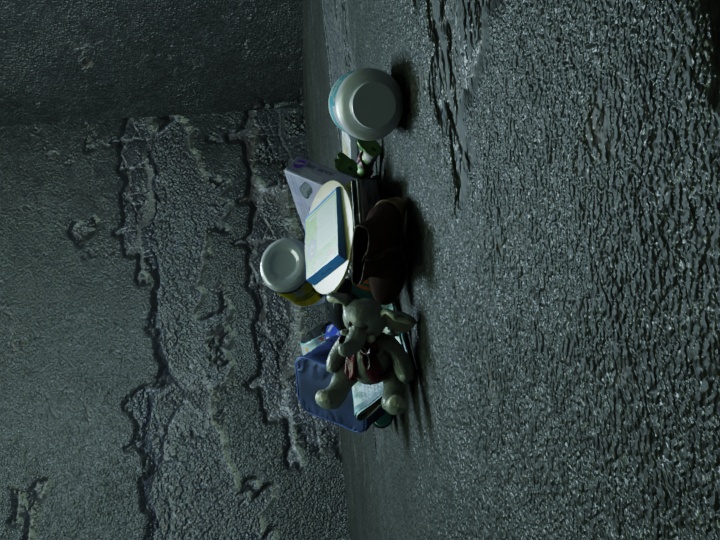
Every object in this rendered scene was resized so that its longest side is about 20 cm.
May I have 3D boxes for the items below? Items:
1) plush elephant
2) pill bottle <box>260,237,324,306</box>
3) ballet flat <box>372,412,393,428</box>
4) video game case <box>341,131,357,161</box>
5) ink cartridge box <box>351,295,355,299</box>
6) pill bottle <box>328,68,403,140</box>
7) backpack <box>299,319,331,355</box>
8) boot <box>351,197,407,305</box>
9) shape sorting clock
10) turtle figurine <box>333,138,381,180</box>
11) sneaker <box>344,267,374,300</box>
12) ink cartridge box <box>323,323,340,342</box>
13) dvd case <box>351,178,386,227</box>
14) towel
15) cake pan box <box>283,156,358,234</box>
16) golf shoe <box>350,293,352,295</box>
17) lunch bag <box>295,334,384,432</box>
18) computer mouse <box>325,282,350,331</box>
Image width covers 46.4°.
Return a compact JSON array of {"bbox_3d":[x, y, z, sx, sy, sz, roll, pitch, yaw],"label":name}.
[{"bbox_3d":[0.009,0.118,1.373,0.202,0.163,0.156,-64,-35,-31],"label":"plush elephant"},{"bbox_3d":[-0.125,0.012,1.752,0.200,0.110,0.114,42,-140,-68],"label":"pill bottle"},{"bbox_3d":[0.029,0.226,1.747,0.073,0.072,0.203,125,137,-81],"label":"ballet flat"},{"bbox_3d":[-0.025,-0.253,2.112,0.182,0.022,0.203,-109,15,-68],"label":"video game case"},{"bbox_3d":[-0.028,0.043,1.790,0.201,0.043,0.201,-74,-32,-64],"label":"ink cartridge box"},{"bbox_3d":[0.009,-0.268,1.354,0.200,0.109,0.113,-123,29,-76],"label":"pill bottle"},{"bbox_3d":[-0.047,0.183,1.957,0.200,0.174,0.155,111,137,-78],"label":"backpack"},{"bbox_3d":[0.019,-0.010,1.336,0.166,0.071,0.203,-43,-36,-56],"label":"boot"},{"bbox_3d":[-0.054,-0.059,1.501,0.199,0.039,0.203,-29,57,58],"label":"shape sorting clock"},{"bbox_3d":[-0.035,-0.209,1.679,0.194,0.142,0.203,116,146,-69],"label":"turtle figurine"},{"bbox_3d":[0.000,0.000,1.578,0.072,0.079,0.202,-79,-21,-49],"label":"sneaker"},{"bbox_3d":[-0.014,0.215,1.807,0.202,0.044,0.094,62,-165,-20],"label":"ink cartridge box"},{"bbox_3d":[0.022,-0.086,1.494,0.200,0.016,0.151,-19,-75,-74],"label":"dvd case"},{"bbox_3d":[0.028,0.154,1.507,0.147,0.022,0.201,-44,34,25],"label":"towel"},{"bbox_3d":[-0.046,-0.109,1.625,0.183,0.052,0.202,26,149,34],"label":"cake pan box"},{"bbox_3d":[0.015,-0.037,1.727,0.073,0.091,0.203,44,-135,-44],"label":"golf shoe"},{"bbox_3d":[-0.015,0.216,1.653,0.132,0.198,0.138,-33,-49,-47],"label":"lunch bag"},{"bbox_3d":[-0.063,0.036,1.618,0.140,0.046,0.202,38,148,54],"label":"computer mouse"}]
